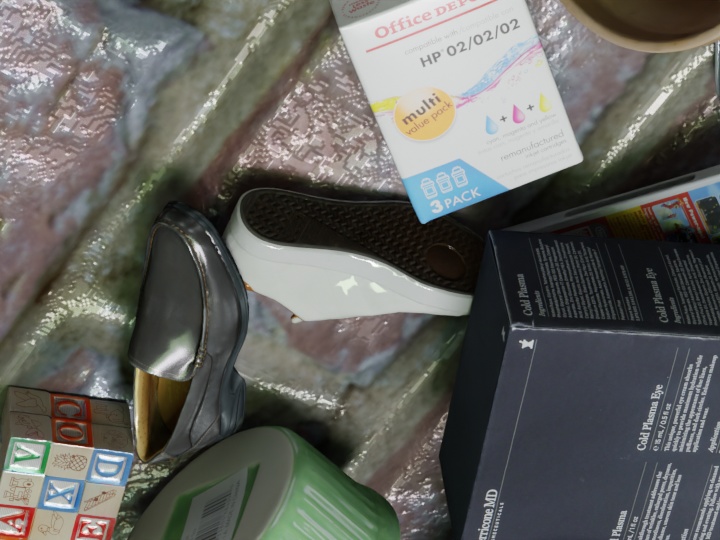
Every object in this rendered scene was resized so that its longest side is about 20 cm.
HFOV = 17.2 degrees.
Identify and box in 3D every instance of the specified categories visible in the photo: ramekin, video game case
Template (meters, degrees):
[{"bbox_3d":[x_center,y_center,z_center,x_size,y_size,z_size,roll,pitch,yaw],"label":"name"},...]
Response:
[{"bbox_3d":[-0.078,0.202,1.631,0.200,0.200,0.098,-37,115,15],"label":"ramekin"},{"bbox_3d":[0.207,0.009,1.601,0.199,0.017,0.143,-16,116,25],"label":"video game case"}]

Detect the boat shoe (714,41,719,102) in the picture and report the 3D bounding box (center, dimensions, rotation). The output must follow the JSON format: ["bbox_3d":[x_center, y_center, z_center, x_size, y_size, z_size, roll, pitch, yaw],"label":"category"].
[{"bbox_3d":[0.243,-0.185,1.495,0.071,0.070,0.202,-13,127,-2],"label":"boat shoe"}]

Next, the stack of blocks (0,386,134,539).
[{"bbox_3d":[-0.236,0.180,1.665,0.114,0.059,0.201,9,122,-16],"label":"stack of blocks"}]

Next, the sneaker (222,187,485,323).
[{"bbox_3d":[0.000,0.000,1.589,0.199,0.073,0.085,14,138,-15],"label":"sneaker"}]

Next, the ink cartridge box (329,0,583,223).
[{"bbox_3d":[0.052,-0.141,1.491,0.115,0.068,0.201,-22,125,5],"label":"ink cartridge box"}]

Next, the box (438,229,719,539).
[{"bbox_3d":[0.159,0.085,1.559,0.181,0.104,0.201,3,126,-11],"label":"box"}]

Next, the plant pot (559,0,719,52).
[{"bbox_3d":[0.196,-0.234,1.412,0.092,0.201,0.202,-17,137,-47],"label":"plant pot"}]

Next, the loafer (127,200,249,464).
[{"bbox_3d":[-0.119,0.047,1.568,0.072,0.073,0.201,-35,137,-35],"label":"loafer"}]
